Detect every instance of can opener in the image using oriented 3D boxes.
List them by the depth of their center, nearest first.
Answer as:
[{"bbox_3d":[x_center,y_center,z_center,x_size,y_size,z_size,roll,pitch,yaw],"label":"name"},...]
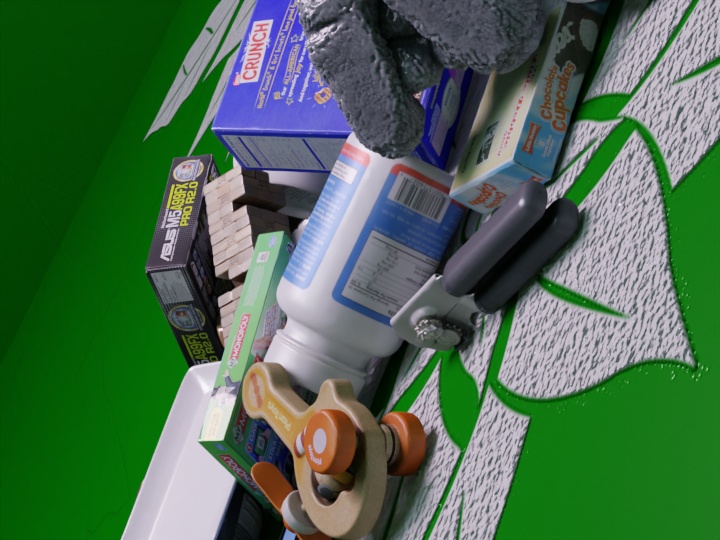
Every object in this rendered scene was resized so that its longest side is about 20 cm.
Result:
[{"bbox_3d":[0.086,-0.003,1.419,0.200,0.052,0.067,-47,23,49],"label":"can opener"}]

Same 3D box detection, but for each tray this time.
[{"bbox_3d":[-0.130,0.159,1.661,0.107,0.022,0.201,-12,45,36],"label":"tray"}]

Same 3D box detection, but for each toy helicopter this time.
[{"bbox_3d":[-0.039,0.136,1.496,0.200,0.079,0.133,41,121,51],"label":"toy helicopter"}]

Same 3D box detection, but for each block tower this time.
[{"bbox_3d":[-0.092,0.010,1.766,0.058,0.054,0.201,-28,61,39],"label":"block tower"}]

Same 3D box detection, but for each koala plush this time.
[{"bbox_3d":[0.054,-0.218,1.537,0.177,0.184,0.200,-36,1,31],"label":"koala plush"}]

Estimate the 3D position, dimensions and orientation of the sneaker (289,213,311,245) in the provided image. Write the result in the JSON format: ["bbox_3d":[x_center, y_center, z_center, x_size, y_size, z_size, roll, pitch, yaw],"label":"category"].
[{"bbox_3d":[-0.043,0.035,1.795,0.201,0.074,0.087,-64,32,16],"label":"sneaker"}]

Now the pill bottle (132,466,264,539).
[{"bbox_3d":[-0.145,0.234,1.711,0.116,0.116,0.201,-49,23,46],"label":"pill bottle"}]

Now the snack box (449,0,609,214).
[{"bbox_3d":[0.134,-0.149,1.508,0.116,0.037,0.201,-28,39,66],"label":"snack box"}]

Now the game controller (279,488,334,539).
[{"bbox_3d":[-0.052,0.223,1.557,0.104,0.042,0.201,-33,35,63],"label":"game controller"}]

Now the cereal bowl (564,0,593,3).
[{"bbox_3d":[0.177,-0.296,1.426,0.200,0.083,0.201,-41,30,30],"label":"cereal bowl"}]

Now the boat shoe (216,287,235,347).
[{"bbox_3d":[-0.083,0.012,1.967,0.072,0.072,0.200,-21,26,25],"label":"boat shoe"}]

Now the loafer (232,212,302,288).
[{"bbox_3d":[-0.095,-0.035,1.907,0.073,0.071,0.200,-25,29,7],"label":"loafer"}]

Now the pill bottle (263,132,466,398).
[{"bbox_3d":[0.000,0.000,1.589,0.201,0.112,0.112,-64,15,3],"label":"pill bottle"}]

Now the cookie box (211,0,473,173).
[{"bbox_3d":[-0.008,-0.172,1.738,0.199,0.075,0.172,4,62,26],"label":"cookie box"}]

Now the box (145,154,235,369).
[{"bbox_3d":[-0.149,0.012,1.972,0.161,0.044,0.201,-82,-20,-45],"label":"box"}]

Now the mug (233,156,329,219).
[{"bbox_3d":[-0.056,-0.142,1.905,0.200,0.147,0.176,-11,59,53],"label":"mug"}]

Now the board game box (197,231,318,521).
[{"bbox_3d":[-0.065,0.088,1.652,0.029,0.135,0.201,-6,53,31],"label":"board game box"}]
